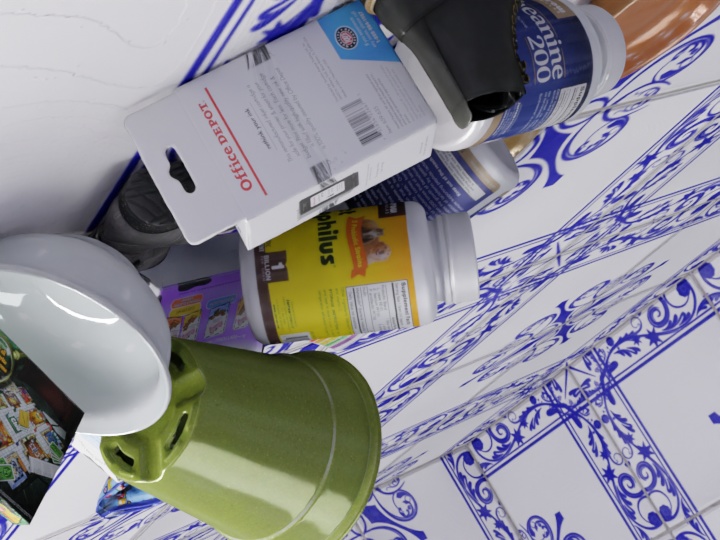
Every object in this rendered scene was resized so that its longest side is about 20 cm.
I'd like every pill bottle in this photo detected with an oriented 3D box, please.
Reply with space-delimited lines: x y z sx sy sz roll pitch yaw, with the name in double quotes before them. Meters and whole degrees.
"pill bottle" 0.000 0.000 1.141 0.199 0.110 0.109 -8 165 2
"pill bottle" 0.131 -0.171 1.099 0.200 0.111 0.111 -18 161 -40
"pill bottle" 0.039 -0.073 1.230 0.200 0.116 0.116 -35 165 16

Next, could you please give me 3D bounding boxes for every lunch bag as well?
"lunch bag" -0.238 0.203 1.549 0.200 0.094 0.151 -30 -150 35

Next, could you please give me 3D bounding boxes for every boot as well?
"boot" -0.140 -0.049 1.093 0.199 0.070 0.132 -9 162 -38
"boot" 0.104 -0.179 0.968 0.200 0.139 0.077 -23 163 -32

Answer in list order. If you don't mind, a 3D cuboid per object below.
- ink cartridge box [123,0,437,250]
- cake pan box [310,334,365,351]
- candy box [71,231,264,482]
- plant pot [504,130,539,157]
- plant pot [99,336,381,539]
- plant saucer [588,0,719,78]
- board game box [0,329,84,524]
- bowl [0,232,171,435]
"ink cartridge box" -0.058 -0.098 0.961 0.199 0.116 0.067 -28 166 -10
"cake pan box" 0.021 0.013 1.473 0.200 0.052 0.184 -33 167 7
"candy box" -0.167 0.077 1.219 0.168 0.071 0.201 -14 126 -52
"plant pot" 0.103 -0.123 1.368 0.200 0.028 0.200 -28 165 -8
"plant pot" -0.117 0.140 1.123 0.200 0.201 0.190 -37 141 23
"plant saucer" 0.273 -0.248 1.273 0.200 0.038 0.200 -30 165 -9
"board game box" -0.286 0.086 0.951 0.023 0.200 0.105 -7 -136 34
"bowl" -0.228 0.035 1.022 0.201 0.201 0.091 -48 -162 48
